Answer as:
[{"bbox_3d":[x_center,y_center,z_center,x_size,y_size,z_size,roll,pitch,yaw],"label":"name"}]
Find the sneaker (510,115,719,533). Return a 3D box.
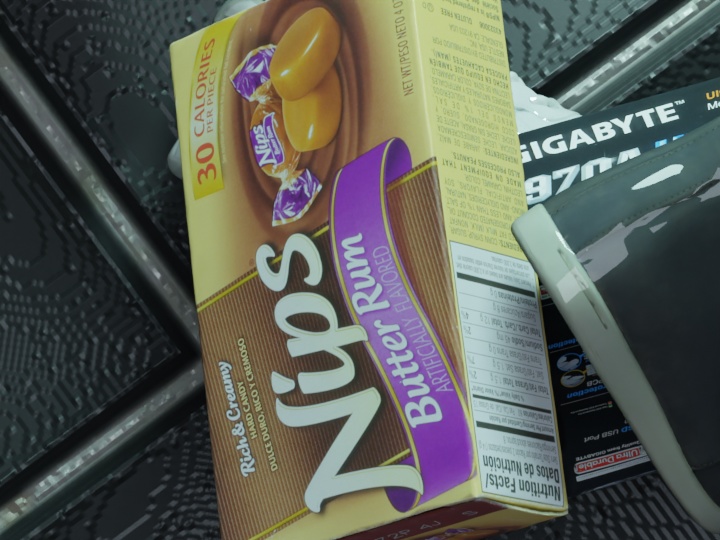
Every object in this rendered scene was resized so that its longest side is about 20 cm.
[{"bbox_3d":[0.135,0.019,1.005,0.106,0.200,0.075,-31,56,5],"label":"sneaker"}]

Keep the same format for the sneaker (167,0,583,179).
[{"bbox_3d":[0.030,-0.067,1.111,0.200,0.078,0.099,8,87,-2],"label":"sneaker"}]

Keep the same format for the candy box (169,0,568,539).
[{"bbox_3d":[0.000,0.000,1.010,0.117,0.056,0.200,-19,68,36],"label":"candy box"}]

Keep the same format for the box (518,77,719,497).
[{"bbox_3d":[0.151,-0.004,1.079,0.200,0.159,0.046,-17,46,-1],"label":"box"}]
